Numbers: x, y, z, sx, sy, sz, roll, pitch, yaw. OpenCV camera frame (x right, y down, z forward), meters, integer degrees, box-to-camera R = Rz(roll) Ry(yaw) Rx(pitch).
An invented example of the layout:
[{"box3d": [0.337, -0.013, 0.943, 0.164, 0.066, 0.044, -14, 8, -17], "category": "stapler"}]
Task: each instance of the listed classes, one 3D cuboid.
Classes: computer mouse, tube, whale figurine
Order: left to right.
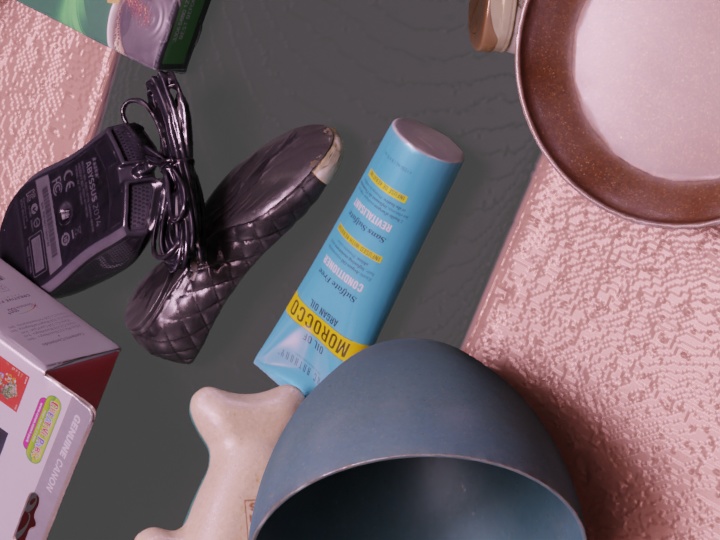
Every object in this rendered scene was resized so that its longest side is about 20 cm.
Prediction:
[{"box3d": [-0.164, -0.036, 1.710, 0.200, 0.053, 0.139, -25, 66, 41], "category": "computer mouse"}, {"box3d": [-0.071, 0.175, 1.639, 0.104, 0.159, 0.201, 147, 118, -71], "category": "whale figurine"}, {"box3d": [0.000, 0.000, 1.631, 0.077, 0.050, 0.200, 42, 116, 32], "category": "tube"}]

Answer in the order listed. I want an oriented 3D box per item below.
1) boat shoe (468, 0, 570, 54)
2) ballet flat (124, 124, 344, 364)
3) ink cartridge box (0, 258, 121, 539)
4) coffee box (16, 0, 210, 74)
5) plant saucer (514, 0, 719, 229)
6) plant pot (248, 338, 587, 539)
[{"box3d": [0.108, -0.230, 1.551, 0.065, 0.072, 0.201, 5, 94, -9], "category": "boat shoe"}, {"box3d": [-0.077, -0.020, 1.681, 0.200, 0.057, 0.067, -46, 35, 20], "category": "ballet flat"}, {"box3d": [-0.245, 0.118, 1.705, 0.175, 0.084, 0.200, 35, 116, 23], "category": "ink cartridge box"}, {"box3d": [-0.183, -0.224, 1.734, 0.200, 0.044, 0.123, 29, 107, 28], "category": "coffee box"}, {"box3d": [0.190, -0.125, 1.502, 0.200, 0.037, 0.201, 1, 93, 23], "category": "plant saucer"}, {"box3d": [0.031, 0.121, 1.546, 0.200, 0.200, 0.135, -31, 41, 28], "category": "plant pot"}]
